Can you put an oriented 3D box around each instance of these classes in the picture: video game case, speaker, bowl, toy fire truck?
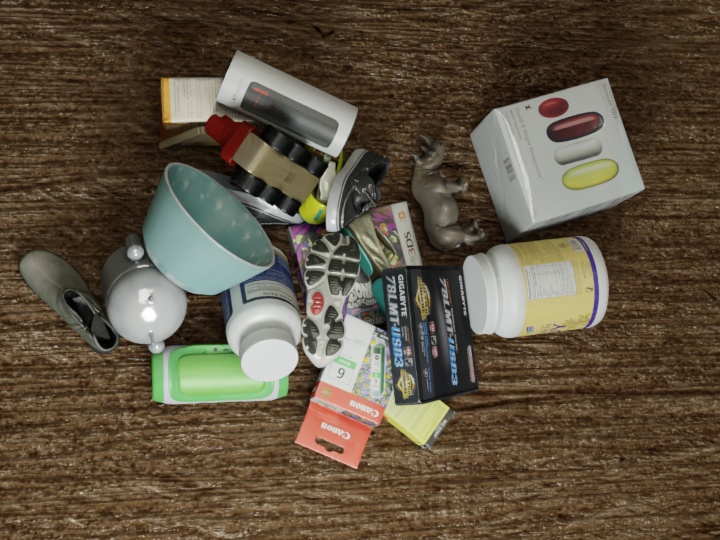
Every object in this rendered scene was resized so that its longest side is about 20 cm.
[{"bbox_3d":[0.000,0.000,1.756,0.198,0.036,0.183,-12,83,-13],"label":"video game case"},{"bbox_3d":[-0.209,0.152,1.663,0.198,0.088,0.089,-1,81,-12],"label":"speaker"},{"bbox_3d":[-0.107,-0.241,1.624,0.199,0.081,0.082,25,77,-9],"label":"speaker"},{"bbox_3d":[-0.227,-0.043,1.573,0.201,0.201,0.105,44,105,-2],"label":"bowl"},{"bbox_3d":[-0.177,-0.171,1.647,0.200,0.176,0.129,39,96,26],"label":"toy fire truck"}]

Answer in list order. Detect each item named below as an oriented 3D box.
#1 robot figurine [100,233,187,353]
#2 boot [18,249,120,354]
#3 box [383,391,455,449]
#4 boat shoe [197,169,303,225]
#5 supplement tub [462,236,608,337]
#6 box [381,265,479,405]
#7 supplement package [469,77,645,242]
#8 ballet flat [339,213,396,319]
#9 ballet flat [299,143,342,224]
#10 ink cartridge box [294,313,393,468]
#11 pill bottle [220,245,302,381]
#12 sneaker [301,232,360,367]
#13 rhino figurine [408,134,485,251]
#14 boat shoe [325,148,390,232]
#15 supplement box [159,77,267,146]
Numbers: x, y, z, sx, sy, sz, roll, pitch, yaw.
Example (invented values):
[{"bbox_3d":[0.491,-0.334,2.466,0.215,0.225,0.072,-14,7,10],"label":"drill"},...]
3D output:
[{"bbox_3d":[-0.311,0.032,1.604,0.112,0.200,0.171,-16,116,-12],"label":"robot figurine"},{"bbox_3d":[-0.415,0.037,1.615,0.068,0.131,0.200,-44,91,-14],"label":"boot"},{"bbox_3d":[0.045,0.186,1.727,0.199,0.050,0.076,38,75,-4],"label":"box"},{"bbox_3d":[-0.177,-0.094,1.712,0.198,0.074,0.068,13,115,-35],"label":"boat shoe"},{"bbox_3d":[0.271,0.027,1.751,0.198,0.145,0.147,-7,82,-12],"label":"supplement tub"},{"bbox_3d":[0.107,0.093,1.686,0.049,0.198,0.202,-9,85,32],"label":"box"},{"bbox_3d":[0.311,-0.175,1.793,0.198,0.147,0.193,-17,84,-13],"label":"supplement package"},{"bbox_3d":[0.040,0.001,1.713,0.062,0.067,0.201,-27,87,-25],"label":"ballet flat"},{"bbox_3d":[-0.054,-0.167,1.734,0.066,0.067,0.202,16,63,-18],"label":"ballet flat"},{"bbox_3d":[-0.012,0.179,1.663,0.108,0.050,0.202,23,74,-6],"label":"ink cartridge box"},{"bbox_3d":[-0.144,0.061,1.628,0.110,0.112,0.201,-3,41,-12],"label":"pill bottle"},{"bbox_3d":[-0.051,0.043,1.638,0.080,0.084,0.202,12,73,0],"label":"sneaker"},{"bbox_3d":[0.128,-0.125,1.791,0.087,0.060,0.202,-18,81,-3],"label":"rhino figurine"},{"bbox_3d":[0.001,-0.121,1.715,0.066,0.200,0.071,8,123,14],"label":"boat shoe"},{"bbox_3d":[-0.205,-0.240,1.708,0.198,0.126,0.074,-3,80,-11],"label":"supplement box"}]
